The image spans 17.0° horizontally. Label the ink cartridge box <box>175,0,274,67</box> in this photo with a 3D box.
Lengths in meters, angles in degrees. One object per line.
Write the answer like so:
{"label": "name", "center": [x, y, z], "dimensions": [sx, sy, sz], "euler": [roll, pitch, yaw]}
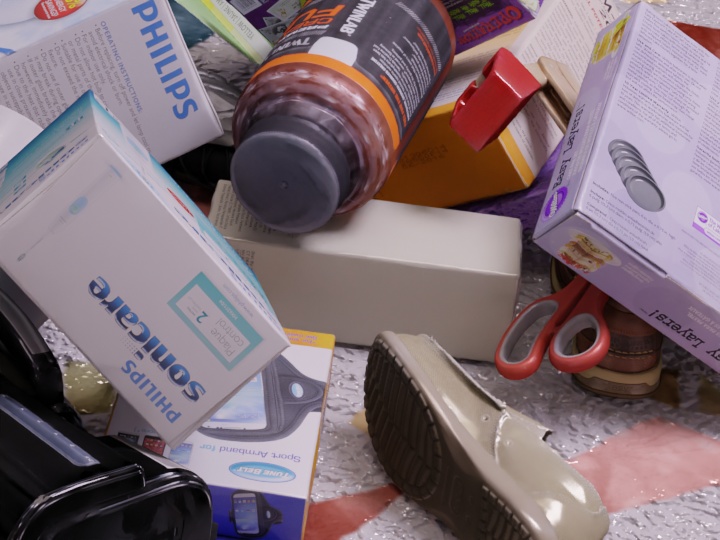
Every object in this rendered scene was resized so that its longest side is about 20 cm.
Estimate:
{"label": "ink cartridge box", "center": [-0.089, -0.190, 1.741], "dimensions": [0.200, 0.048, 0.146], "euler": [41, 6, -41]}

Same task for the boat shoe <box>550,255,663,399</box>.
{"label": "boat shoe", "center": [0.164, 0.004, 1.551], "dimensions": [0.071, 0.068, 0.200], "euler": [6, 29, -4]}

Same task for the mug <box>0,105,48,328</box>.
{"label": "mug", "center": [-0.257, 0.012, 1.404], "dimensions": [0.149, 0.186, 0.153], "euler": [40, 39, -9]}

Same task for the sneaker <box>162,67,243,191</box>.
{"label": "sneaker", "center": [-0.086, -0.084, 1.647], "dimensions": [0.198, 0.076, 0.091], "euler": [2, 36, -6]}

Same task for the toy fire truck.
{"label": "toy fire truck", "center": [0.145, -0.095, 1.562], "dimensions": [0.141, 0.049, 0.200], "euler": [41, 27, 2]}

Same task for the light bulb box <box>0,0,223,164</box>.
{"label": "light bulb box", "center": [-0.222, -0.137, 1.584], "dimensions": [0.199, 0.125, 0.198], "euler": [-26, 36, -6]}

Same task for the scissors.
{"label": "scissors", "center": [0.146, -0.002, 1.486], "dimensions": [0.073, 0.014, 0.200], "euler": [-2, 40, 35]}

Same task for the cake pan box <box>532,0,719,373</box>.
{"label": "cake pan box", "center": [0.213, -0.041, 1.483], "dimensions": [0.199, 0.052, 0.185], "euler": [33, 53, -17]}

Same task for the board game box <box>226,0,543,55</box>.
{"label": "board game box", "center": [0.014, -0.182, 1.606], "dimensions": [0.199, 0.120, 0.032], "euler": [-20, 31, 46]}

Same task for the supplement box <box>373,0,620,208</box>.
{"label": "supplement box", "center": [0.089, -0.124, 1.664], "dimensions": [0.125, 0.074, 0.200], "euler": [-14, 27, 39]}

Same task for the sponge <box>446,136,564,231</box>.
{"label": "sponge", "center": [0.118, -0.080, 1.675], "dimensions": [0.111, 0.030, 0.200], "euler": [-20, 23, 21]}

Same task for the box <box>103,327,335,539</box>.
{"label": "box", "center": [-0.082, 0.092, 1.367], "dimensions": [0.118, 0.042, 0.200], "euler": [8, 27, 0]}

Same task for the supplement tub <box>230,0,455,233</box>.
{"label": "supplement tub", "center": [-0.015, -0.105, 1.512], "dimensions": [0.106, 0.108, 0.200], "euler": [14, 37, 12]}

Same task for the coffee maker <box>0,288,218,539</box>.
{"label": "coffee maker", "center": [-0.203, 0.120, 1.221], "dimensions": [0.192, 0.135, 0.200], "euler": [-34, 45, -26]}

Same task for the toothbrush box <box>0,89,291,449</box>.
{"label": "toothbrush box", "center": [-0.123, -0.006, 1.276], "dimensions": [0.147, 0.085, 0.200], "euler": [48, 2, -12]}

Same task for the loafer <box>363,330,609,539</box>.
{"label": "loafer", "center": [0.068, 0.105, 1.352], "dimensions": [0.068, 0.076, 0.200], "euler": [-10, 43, -31]}

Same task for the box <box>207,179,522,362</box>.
{"label": "box", "center": [0.000, 0.000, 1.519], "dimensions": [0.198, 0.069, 0.082], "euler": [8, 30, 1]}
